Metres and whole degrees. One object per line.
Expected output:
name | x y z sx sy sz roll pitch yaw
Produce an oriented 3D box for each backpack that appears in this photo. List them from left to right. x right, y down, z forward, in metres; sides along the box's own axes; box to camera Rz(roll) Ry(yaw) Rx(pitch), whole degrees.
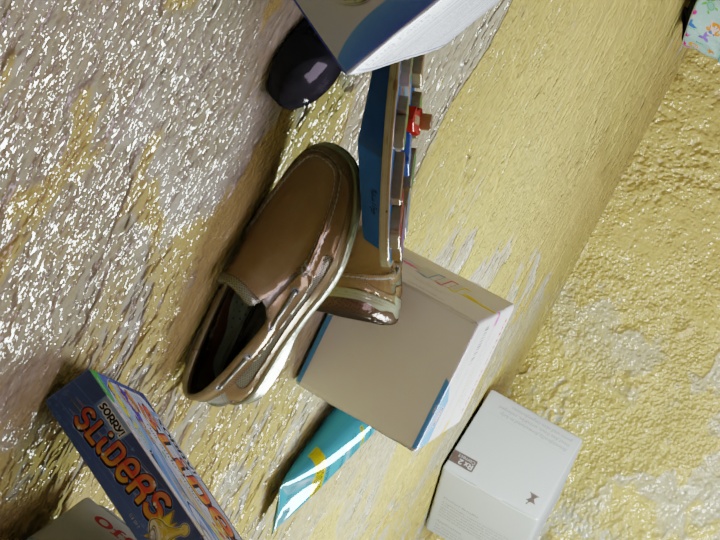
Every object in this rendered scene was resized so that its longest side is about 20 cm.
backpack | 0.568 -0.408 3.122 0.201 0.150 0.178 -55 169 -13

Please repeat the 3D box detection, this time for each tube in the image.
tube | -0.028 0.168 2.004 0.200 0.050 0.078 -47 154 -38

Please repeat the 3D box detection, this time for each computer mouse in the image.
computer mouse | -0.004 -0.161 1.353 0.200 0.034 0.059 -52 164 -46

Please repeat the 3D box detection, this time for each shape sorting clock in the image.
shape sorting clock | 0.029 -0.102 1.394 0.200 0.039 0.202 9 90 -84

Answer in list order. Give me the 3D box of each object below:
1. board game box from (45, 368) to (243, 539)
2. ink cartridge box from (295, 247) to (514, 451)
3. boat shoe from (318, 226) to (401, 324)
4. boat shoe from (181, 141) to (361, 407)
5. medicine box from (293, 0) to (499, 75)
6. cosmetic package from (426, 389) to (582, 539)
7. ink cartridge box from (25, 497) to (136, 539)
board game box | -0.102 0.155 1.229 0.034 0.201 0.135 -36 169 0
ink cartridge box | 0.046 0.065 1.870 0.129 0.125 0.200 -64 169 9
boat shoe | 0.000 0.000 1.662 0.200 0.071 0.077 7 97 -86
boat shoe | -0.063 0.007 1.406 0.076 0.071 0.201 -4 120 -59
medicine box | 0.060 -0.211 1.167 0.182 0.103 0.200 -37 178 20
cosmetic package | 0.217 0.325 3.170 0.165 0.164 0.201 -55 168 -33
ink cartridge box | -0.164 0.232 1.235 0.088 0.145 0.200 -57 172 20
